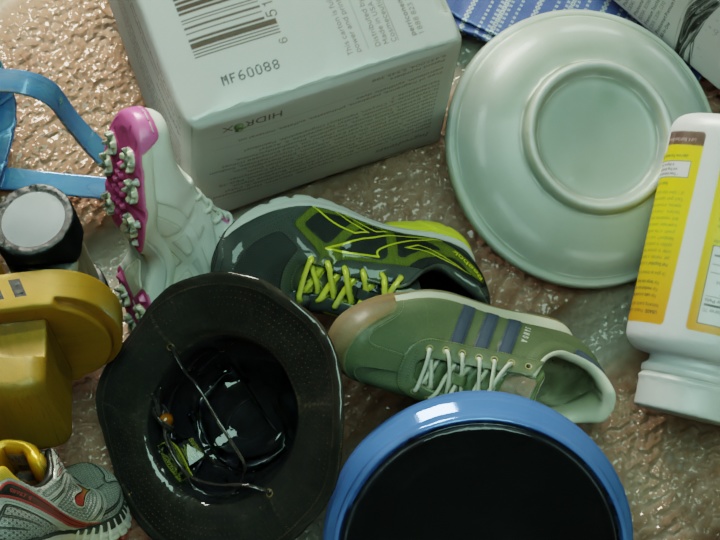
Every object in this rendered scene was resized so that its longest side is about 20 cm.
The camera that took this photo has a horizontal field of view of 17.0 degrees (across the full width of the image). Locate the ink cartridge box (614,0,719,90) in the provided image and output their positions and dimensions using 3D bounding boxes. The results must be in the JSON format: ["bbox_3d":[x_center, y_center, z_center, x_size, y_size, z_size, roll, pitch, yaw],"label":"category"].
[{"bbox_3d":[0.281,-0.214,1.718,0.200,0.084,0.146,42,64,9],"label":"ink cartridge box"}]

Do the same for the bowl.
[{"bbox_3d":[0.075,0.178,1.545,0.200,0.039,0.201,0,103,-1],"label":"bowl"}]

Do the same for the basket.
[{"bbox_3d":[-0.268,-0.093,1.626,0.200,0.176,0.139,0,67,18],"label":"basket"}]

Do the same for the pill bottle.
[{"bbox_3d":[0.243,0.001,1.622,0.109,0.109,0.200,13,87,3],"label":"pill bottle"}]

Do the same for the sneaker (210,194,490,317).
[{"bbox_3d":[0.000,0.000,1.604,0.200,0.075,0.085,1,25,-26],"label":"sneaker"}]

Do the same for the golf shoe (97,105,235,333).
[{"bbox_3d":[-0.121,-0.031,1.606,0.091,0.200,0.075,-19,43,-18],"label":"golf shoe"}]

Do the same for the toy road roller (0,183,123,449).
[{"bbox_3d":[-0.255,0.041,1.573,0.200,0.123,0.146,-8,56,5],"label":"toy road roller"}]

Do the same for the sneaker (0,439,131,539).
[{"bbox_3d":[-0.199,0.143,1.526,0.078,0.200,0.082,-6,93,11],"label":"sneaker"}]

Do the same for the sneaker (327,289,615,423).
[{"bbox_3d":[0.082,0.064,1.573,0.200,0.067,0.090,6,24,-34],"label":"sneaker"}]

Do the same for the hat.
[{"bbox_3d":[-0.074,0.094,1.589,0.201,0.081,0.201,4,98,31],"label":"hat"}]

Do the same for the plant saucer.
[{"bbox_3d":[0.161,-0.089,1.674,0.200,0.050,0.200,2,80,-13],"label":"plant saucer"}]

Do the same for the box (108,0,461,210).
[{"bbox_3d":[-0.059,-0.175,1.660,0.200,0.171,0.199,-18,71,-11],"label":"box"}]

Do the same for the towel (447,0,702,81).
[{"bbox_3d":[0.166,-0.200,1.761,0.200,0.024,0.145,25,69,5],"label":"towel"}]
